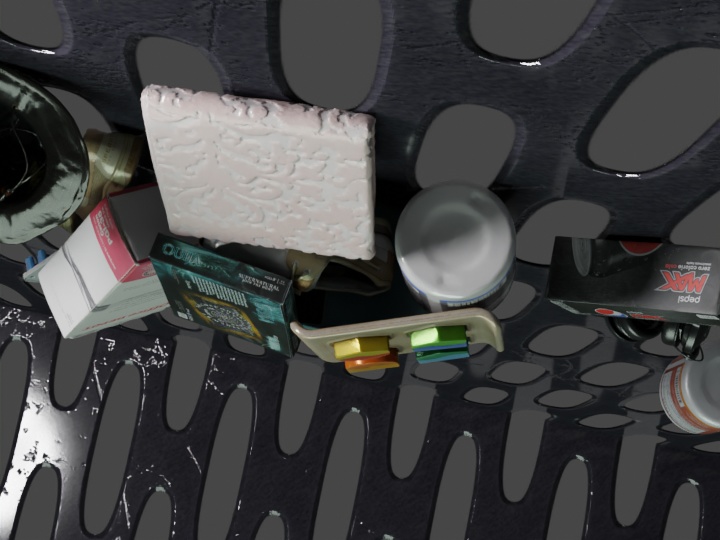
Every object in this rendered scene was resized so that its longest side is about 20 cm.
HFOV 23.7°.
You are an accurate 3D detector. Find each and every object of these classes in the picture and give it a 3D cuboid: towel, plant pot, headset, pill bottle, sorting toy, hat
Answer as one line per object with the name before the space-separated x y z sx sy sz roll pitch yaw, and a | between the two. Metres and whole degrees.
towel | -0.082 -0.084 1.491 0.198 0.032 0.192 8 146 8
plant pot | 0.000 0.000 1.809 0.199 0.143 0.141 12 173 -40
headset | 0.333 0.038 1.871 0.123 0.094 0.200 10 156 37
pill bottle | 0.451 0.154 2.221 0.111 0.113 0.200 12 172 0
sorting toy | 0.040 0.071 1.678 0.198 0.037 0.185 -3 170 5
pill bottle | 0.094 -0.012 1.655 0.113 0.115 0.200 11 171 6
hat | -0.337 -0.127 1.579 0.199 0.202 0.081 5 -145 7

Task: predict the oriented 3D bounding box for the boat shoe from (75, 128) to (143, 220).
boat shoe | -0.273 -0.103 1.741 0.064 0.072 0.200 19 159 -15

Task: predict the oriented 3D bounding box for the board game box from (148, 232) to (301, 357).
board game box | -0.126 0.027 1.651 0.134 0.028 0.200 19 164 6

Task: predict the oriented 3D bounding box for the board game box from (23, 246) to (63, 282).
board game box | -0.249 -0.031 1.936 0.199 0.026 0.199 6 153 -45

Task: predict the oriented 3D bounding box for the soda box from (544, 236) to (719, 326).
soda box | 0.282 0.010 1.681 0.199 0.071 0.063 5 170 40

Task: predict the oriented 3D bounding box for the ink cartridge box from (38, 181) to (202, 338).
ink cartridge box | -0.228 -0.017 1.773 0.146 0.083 0.200 -18 168 -38

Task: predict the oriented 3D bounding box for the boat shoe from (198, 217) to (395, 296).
boat shoe | -0.055 -0.015 1.629 0.198 0.069 0.075 1 155 -25

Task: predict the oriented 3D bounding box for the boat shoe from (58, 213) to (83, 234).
boat shoe | -0.332 -0.095 1.867 0.062 0.074 0.200 18 164 5
